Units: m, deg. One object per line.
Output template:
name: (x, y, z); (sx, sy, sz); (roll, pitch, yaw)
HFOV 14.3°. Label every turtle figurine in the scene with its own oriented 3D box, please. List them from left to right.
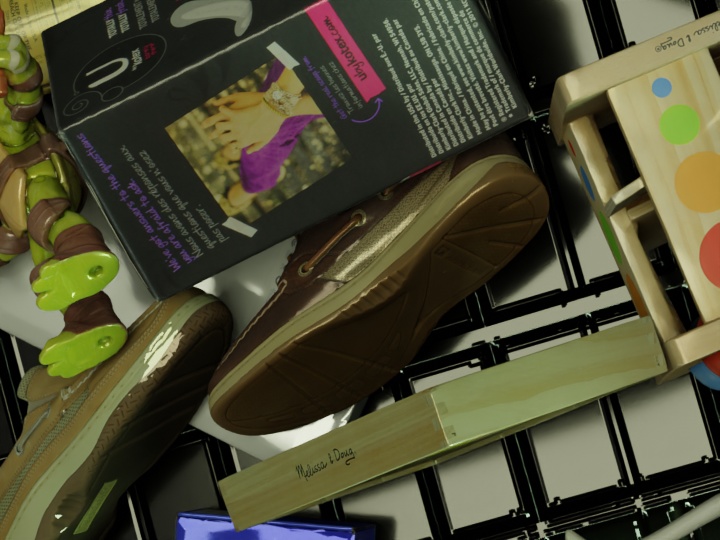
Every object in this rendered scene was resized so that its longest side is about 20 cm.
turtle figurine: (-0.159, -0.028, 1.385); (0.162, 0.064, 0.200); (60, 147, 36)

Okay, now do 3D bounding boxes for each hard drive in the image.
hard drive: (-0.079, 0.007, 1.444); (0.199, 0.025, 0.132); (26, 95, 14)

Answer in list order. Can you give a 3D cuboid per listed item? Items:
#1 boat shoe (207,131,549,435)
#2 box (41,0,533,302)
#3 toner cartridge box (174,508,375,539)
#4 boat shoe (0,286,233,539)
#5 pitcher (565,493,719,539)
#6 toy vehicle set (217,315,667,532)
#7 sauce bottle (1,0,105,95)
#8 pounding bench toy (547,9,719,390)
boat shoe: (0.000, 0.000, 1.385); (0.200, 0.072, 0.072); (-43, 49, 18)
box: (-0.037, -0.093, 1.354); (0.199, 0.122, 0.106); (-25, 118, 4)
toner cartridge box: (-0.048, 0.222, 1.423); (0.095, 0.043, 0.201); (4, 90, 16)
boat shoe: (-0.140, 0.073, 1.421); (0.076, 0.072, 0.200); (47, 115, 21)
pitcher: (0.129, 0.176, 1.350); (0.199, 0.121, 0.172); (6, 71, 4)
toy vehicle set: (0.034, 0.072, 1.311); (0.200, 0.124, 0.027); (-28, 80, 56)
sauce bottle: (-0.096, -0.142, 1.433); (0.199, 0.066, 0.066); (-17, 85, 10)
pounding bench toy: (0.208, -0.045, 1.315); (0.199, 0.124, 0.157); (-23, 84, -1)
